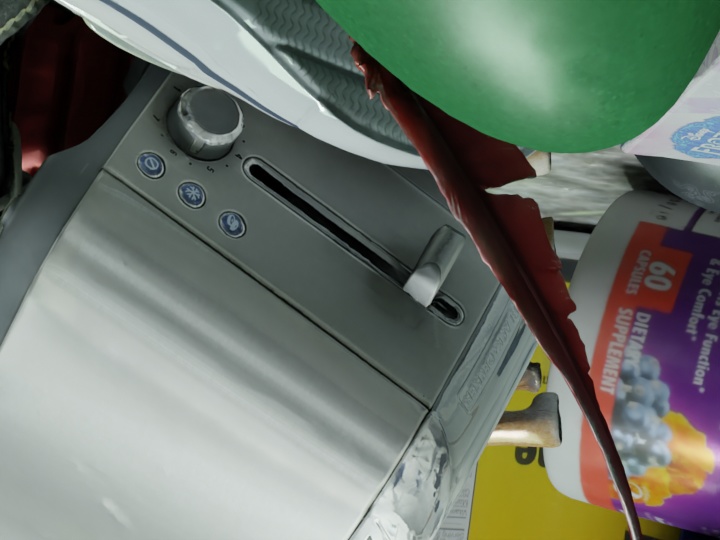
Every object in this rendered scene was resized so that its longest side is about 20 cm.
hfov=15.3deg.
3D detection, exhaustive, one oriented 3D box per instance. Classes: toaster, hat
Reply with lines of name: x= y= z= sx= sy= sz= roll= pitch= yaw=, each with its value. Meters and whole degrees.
toaster: x=-0.040 y=0.036 z=0.710 sx=0.129 sy=0.114 sz=0.200 roll=32 pitch=138 yaw=0
hat: x=0.023 y=-0.033 z=0.503 sx=0.199 sy=0.177 sz=0.166 roll=13 pitch=166 yaw=-28

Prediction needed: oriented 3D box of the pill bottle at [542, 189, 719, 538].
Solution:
pill bottle: x=0.171 y=0.046 z=0.904 sx=0.199 sy=0.112 sz=0.111 roll=13 pitch=171 yaw=19

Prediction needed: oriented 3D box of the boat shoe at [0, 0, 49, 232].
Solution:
boat shoe: x=-0.110 y=-0.033 z=0.709 sx=0.068 sy=0.072 sz=0.200 roll=41 pitch=148 yaw=-2

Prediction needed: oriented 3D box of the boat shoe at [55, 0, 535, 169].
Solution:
boat shoe: x=-0.035 y=-0.083 z=0.622 sx=0.200 sy=0.074 sz=0.067 roll=29 pitch=173 yaw=-36

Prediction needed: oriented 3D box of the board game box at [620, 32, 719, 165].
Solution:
board game box: x=0.183 y=-0.053 z=0.647 sx=0.198 sy=0.044 sz=0.200 roll=8 pitch=168 yaw=-8

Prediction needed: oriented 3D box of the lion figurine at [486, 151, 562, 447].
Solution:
lion figurine: x=0.000 y=0.000 z=0.833 sx=0.122 sy=0.073 sz=0.200 roll=-2 pitch=-163 yaw=3

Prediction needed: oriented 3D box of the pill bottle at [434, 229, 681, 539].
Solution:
pill bottle: x=0.069 y=0.091 z=1.034 sx=0.112 sy=0.201 sz=0.112 roll=7 pitch=169 yaw=1

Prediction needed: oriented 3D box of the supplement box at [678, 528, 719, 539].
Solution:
supplement box: x=0.207 y=0.158 z=0.961 sx=0.199 sy=0.135 sz=0.200 roll=9 pitch=-149 yaw=10

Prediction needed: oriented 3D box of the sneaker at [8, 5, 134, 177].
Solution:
sneaker: x=-0.057 y=-0.039 z=0.808 sx=0.200 sy=0.071 sz=0.098 roll=5 pitch=168 yaw=22

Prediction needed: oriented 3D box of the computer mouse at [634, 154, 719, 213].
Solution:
computer mouse: x=0.162 y=-0.020 z=0.851 sx=0.200 sy=0.034 sz=0.059 roll=15 pitch=166 yaw=-34
